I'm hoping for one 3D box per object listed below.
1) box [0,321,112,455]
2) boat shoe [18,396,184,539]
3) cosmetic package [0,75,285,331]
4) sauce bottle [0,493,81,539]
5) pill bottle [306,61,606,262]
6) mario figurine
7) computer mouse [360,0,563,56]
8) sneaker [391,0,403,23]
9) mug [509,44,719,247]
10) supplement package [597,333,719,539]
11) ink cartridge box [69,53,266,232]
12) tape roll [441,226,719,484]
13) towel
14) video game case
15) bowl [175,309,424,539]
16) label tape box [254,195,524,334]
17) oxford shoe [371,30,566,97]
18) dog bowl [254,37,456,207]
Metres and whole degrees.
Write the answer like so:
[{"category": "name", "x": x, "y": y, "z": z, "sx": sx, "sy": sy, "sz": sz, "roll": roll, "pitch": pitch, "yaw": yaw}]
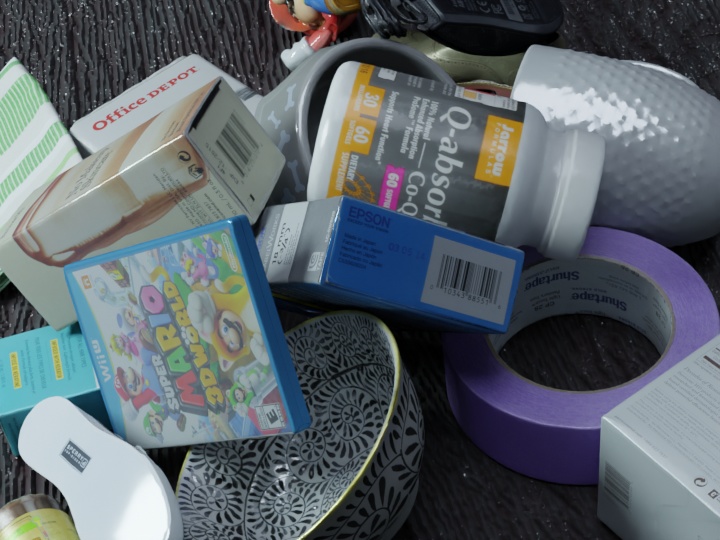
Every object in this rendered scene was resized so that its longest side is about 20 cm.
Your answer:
[{"category": "box", "x": -0.178, "y": 0.071, "z": 1.117, "sx": 0.199, "sy": 0.049, "sz": 0.082, "roll": -16, "pitch": 45, "yaw": -7}, {"category": "boat shoe", "x": -0.167, "y": 0.154, "z": 1.006, "sx": 0.200, "sy": 0.068, "sz": 0.072, "roll": 27, "pitch": 82, "yaw": 48}, {"category": "cosmetic package", "x": -0.166, "y": -0.049, "z": 1.088, "sx": 0.200, "sy": 0.087, "sz": 0.104, "roll": -28, "pitch": 23, "yaw": 25}, {"category": "sauce bottle", "x": -0.183, "y": 0.230, "z": 0.948, "sx": 0.065, "sy": 0.065, "sz": 0.200, "roll": -29, "pitch": 47, "yaw": -20}, {"category": "pill bottle", "x": 0.069, "y": -0.074, "z": 1.052, "sx": 0.199, "sy": 0.117, "sz": 0.117, "roll": 13, "pitch": 47, "yaw": 2}, {"category": "mario figurine", "x": -0.046, "y": -0.262, "z": 1.353, "sx": 0.124, "sy": 0.106, "sz": 0.200, "roll": -50, "pitch": 11, "yaw": -11}, {"category": "computer mouse", "x": 0.078, "y": -0.226, "z": 1.246, "sx": 0.199, "sy": 0.053, "sz": 0.139, "roll": 5, "pitch": 49, "yaw": -23}, {"category": "sneaker", "x": 0.108, "y": -0.265, "z": 1.366, "sx": 0.200, "sy": 0.076, "sz": 0.077, "roll": -24, "pitch": 24, "yaw": -39}, {"category": "mug", "x": 0.215, "y": -0.107, "z": 1.174, "sx": 0.175, "sy": 0.148, "sz": 0.200, "roll": 13, "pitch": 42, "yaw": 13}, {"category": "supplement package", "x": 0.267, "y": 0.112, "z": 0.965, "sx": 0.200, "sy": 0.114, "sz": 0.109, "roll": -30, "pitch": 49, "yaw": -23}, {"category": "ink cartridge box", "x": -0.130, "y": -0.084, "z": 1.241, "sx": 0.146, "sy": 0.085, "sz": 0.200, "roll": -35, "pitch": 50, "yaw": -25}, {"category": "tape roll", "x": 0.160, "y": 0.058, "z": 1.070, "sx": 0.199, "sy": 0.066, "sz": 0.201, "roll": -5, "pitch": 45, "yaw": 5}, {"category": "towel", "x": -0.312, "y": -0.080, "z": 1.258, "sx": 0.153, "sy": 0.023, "sz": 0.200, "roll": -45, "pitch": 47, "yaw": 11}, {"category": "video game case", "x": -0.124, "y": 0.049, "z": 0.994, "sx": 0.200, "sy": 0.144, "sz": 0.018, "roll": -12, "pitch": 7, "yaw": 46}, {"category": "bowl", "x": -0.022, "y": 0.134, "z": 0.977, "sx": 0.200, "sy": 0.094, "sz": 0.201, "roll": -34, "pitch": 32, "yaw": 24}, {"category": "label tape box", "x": 0.000, "y": 0.000, "z": 1.032, "sx": 0.144, "sy": 0.200, "sz": 0.064, "roll": 16, "pitch": 82, "yaw": -25}, {"category": "oxford shoe", "x": 0.098, "y": -0.207, "z": 1.338, "sx": 0.199, "sy": 0.075, "sz": 0.071, "roll": 10, "pitch": 47, "yaw": 17}, {"category": "dog bowl", "x": 0.013, "y": -0.095, "z": 1.171, "sx": 0.200, "sy": 0.200, "sz": 0.059, "roll": -46, "pitch": 13, "yaw": -32}]
